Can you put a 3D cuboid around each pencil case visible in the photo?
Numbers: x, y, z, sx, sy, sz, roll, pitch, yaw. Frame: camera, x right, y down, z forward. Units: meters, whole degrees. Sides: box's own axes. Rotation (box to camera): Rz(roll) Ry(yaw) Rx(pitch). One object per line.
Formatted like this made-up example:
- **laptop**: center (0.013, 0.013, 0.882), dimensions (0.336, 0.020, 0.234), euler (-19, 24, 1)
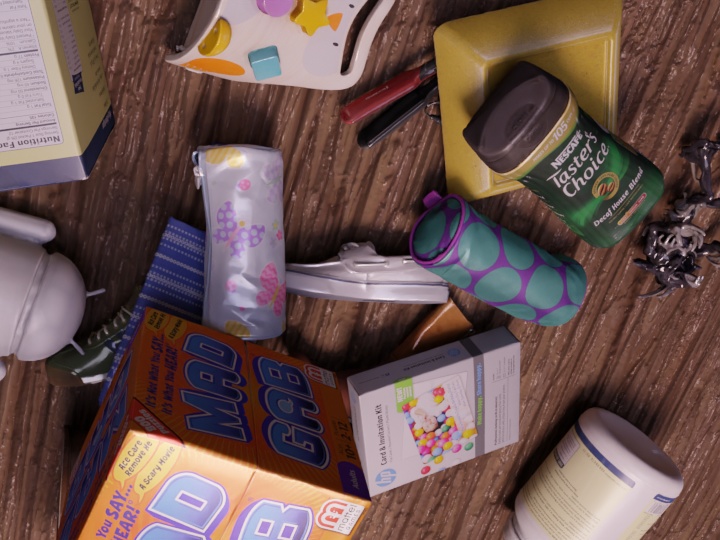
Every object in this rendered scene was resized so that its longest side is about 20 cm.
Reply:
- **pencil case**: center (0.151, -0.009, 0.884), dimensions (0.200, 0.093, 0.085), euler (26, 139, -30)
- **pencil case**: center (-0.119, -0.028, 0.808), dimensions (0.091, 0.083, 0.200), euler (-10, 100, -51)

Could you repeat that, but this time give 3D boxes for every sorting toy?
- **sorting toy**: center (-0.057, -0.250, 0.760), dimensions (0.180, 0.107, 0.200), euler (11, 113, -35)

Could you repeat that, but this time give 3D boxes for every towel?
- **towel**: center (-0.173, 0.064, 0.841), dimensions (0.145, 0.024, 0.200), euler (26, 77, -36)

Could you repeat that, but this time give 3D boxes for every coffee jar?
- **coffee jar**: center (0.196, -0.110, 0.787), dimensions (0.200, 0.085, 0.104), euler (30, 108, -30)

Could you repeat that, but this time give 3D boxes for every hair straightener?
- **hair straightener**: center (0.080, -0.184, 0.838), dimensions (0.200, 0.041, 0.077), euler (-34, 127, 0)

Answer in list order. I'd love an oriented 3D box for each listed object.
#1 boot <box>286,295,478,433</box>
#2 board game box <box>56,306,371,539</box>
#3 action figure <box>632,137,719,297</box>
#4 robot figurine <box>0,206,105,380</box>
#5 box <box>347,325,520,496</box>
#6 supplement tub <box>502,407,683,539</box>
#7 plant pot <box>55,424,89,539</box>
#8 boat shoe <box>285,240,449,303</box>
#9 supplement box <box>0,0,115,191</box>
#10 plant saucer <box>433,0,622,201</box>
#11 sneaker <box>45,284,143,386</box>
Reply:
- **boot**: center (0.035, 0.104, 0.936), dimensions (0.200, 0.068, 0.188), euler (-41, 114, 8)
- **board game box**: center (-0.137, 0.189, 0.718), dimensions (0.200, 0.200, 0.200), euler (22, 108, -19)
- **action figure**: center (0.381, -0.045, 0.914), dimensions (0.119, 0.102, 0.200), euler (4, 112, -24)
- **robot figurine**: center (-0.361, 0.022, 0.802), dimensions (0.200, 0.113, 0.170), euler (18, 84, -18)
- **box**: center (0.089, 0.162, 0.942), dimensions (0.200, 0.041, 0.156), euler (-15, 123, -15)
- **supplement tub**: center (0.286, 0.290, 1.021), dimensions (0.145, 0.145, 0.200), euler (29, 106, -20)
- **plant pot**: center (-0.233, 0.274, 0.903), dimensions (0.198, 0.200, 0.201), euler (4, 113, -19)
- **boat shoe**: center (0.000, 0.000, 0.890), dimensions (0.200, 0.074, 0.065), euler (5, 84, -17)
- **supplement box**: center (-0.300, -0.187, 0.672), dimensions (0.134, 0.200, 0.200), euler (-8, 114, -6)
- **plant saucer**: center (0.183, -0.167, 0.828), dimensions (0.200, 0.048, 0.200), euler (-16, 125, -9)
- **sneaker**: center (-0.239, 0.057, 0.868), dimensions (0.200, 0.067, 0.090), euler (-11, 115, -12)
